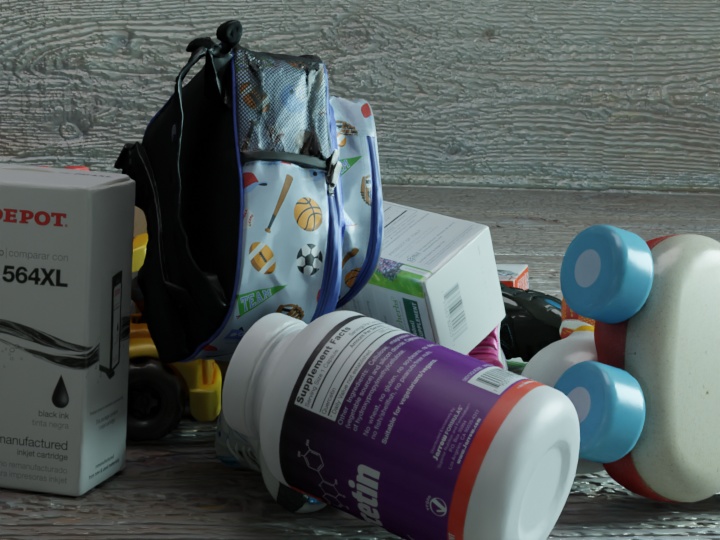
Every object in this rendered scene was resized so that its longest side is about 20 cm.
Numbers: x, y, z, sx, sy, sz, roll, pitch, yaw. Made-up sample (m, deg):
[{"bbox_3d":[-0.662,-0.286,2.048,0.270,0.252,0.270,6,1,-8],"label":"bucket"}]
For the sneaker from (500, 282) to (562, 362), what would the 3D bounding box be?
[{"bbox_3d":[0.128,0.052,1.494,0.199,0.082,0.073,25,7,22],"label":"sneaker"}]

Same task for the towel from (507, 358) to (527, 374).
[{"bbox_3d":[0.097,0.085,1.559,0.152,0.024,0.200,7,10,32],"label":"towel"}]

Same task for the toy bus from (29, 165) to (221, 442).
[{"bbox_3d":[-0.199,0.021,1.298,0.198,0.193,0.136,4,6,-4],"label":"toy bus"}]

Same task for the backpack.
[{"bbox_3d":[-0.074,-0.032,1.147,0.153,0.192,0.200,10,-24,-20],"label":"backpack"}]

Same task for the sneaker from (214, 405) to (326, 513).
[{"bbox_3d":[-0.059,0.114,1.170,0.075,0.087,0.200,45,13,-19],"label":"sneaker"}]

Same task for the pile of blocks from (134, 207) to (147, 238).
[{"bbox_3d":[-0.162,-0.022,1.400,0.082,0.062,0.200,31,-23,-17],"label":"pile of blocks"}]

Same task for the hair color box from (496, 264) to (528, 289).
[{"bbox_3d":[0.099,0.030,1.635,0.110,0.064,0.200,-1,3,8],"label":"hair color box"}]

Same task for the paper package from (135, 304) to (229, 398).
[{"bbox_3d":[-0.051,0.042,1.442,0.199,0.104,0.190,5,15,29],"label":"paper package"}]

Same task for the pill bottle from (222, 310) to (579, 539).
[{"bbox_3d":[0.020,0.093,1.020,0.199,0.113,0.112,20,15,27],"label":"pill bottle"}]

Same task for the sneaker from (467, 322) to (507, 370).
[{"bbox_3d":[0.075,0.100,1.235,0.081,0.089,0.200,-4,29,12],"label":"sneaker"}]

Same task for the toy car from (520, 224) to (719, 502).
[{"bbox_3d":[0.171,0.072,1.202,0.184,0.178,0.199,16,-16,-34],"label":"toy car"}]

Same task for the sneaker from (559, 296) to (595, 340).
[{"bbox_3d":[0.228,0.032,1.332,0.073,0.078,0.199,8,-5,41],"label":"sneaker"}]

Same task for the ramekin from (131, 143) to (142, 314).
[{"bbox_3d":[-0.170,-0.018,1.605,0.094,0.204,0.202,12,5,-18],"label":"ramekin"}]

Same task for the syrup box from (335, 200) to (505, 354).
[{"bbox_3d":[0.000,0.000,1.262,0.199,0.079,0.081,15,41,39],"label":"syrup box"}]

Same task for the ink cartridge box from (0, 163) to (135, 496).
[{"bbox_3d":[-0.231,0.034,1.144,0.145,0.202,0.084,4,9,14],"label":"ink cartridge box"}]
